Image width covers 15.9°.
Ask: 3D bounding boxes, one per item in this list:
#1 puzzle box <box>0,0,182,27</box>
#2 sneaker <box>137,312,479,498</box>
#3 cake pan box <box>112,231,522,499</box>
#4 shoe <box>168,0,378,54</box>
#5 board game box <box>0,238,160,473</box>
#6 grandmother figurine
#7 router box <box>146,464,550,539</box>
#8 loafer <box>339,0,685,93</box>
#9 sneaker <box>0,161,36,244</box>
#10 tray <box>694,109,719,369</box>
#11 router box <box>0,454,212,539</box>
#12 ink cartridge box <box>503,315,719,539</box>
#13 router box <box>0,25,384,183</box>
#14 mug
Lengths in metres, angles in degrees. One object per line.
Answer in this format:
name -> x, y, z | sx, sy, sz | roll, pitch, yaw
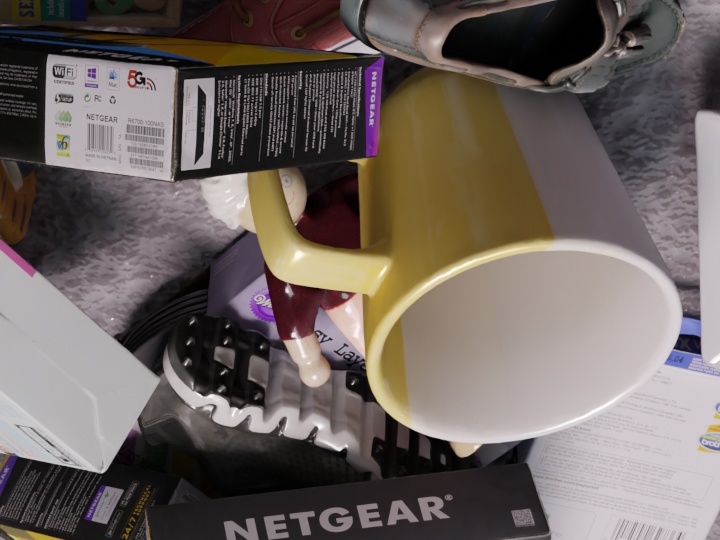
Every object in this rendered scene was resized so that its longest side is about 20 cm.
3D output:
puzzle box -> -0.143, -0.203, 1.120 | 0.133, 0.025, 0.200 | 1, 116, -1
sneaker -> -0.030, 0.092, 1.360 | 0.200, 0.066, 0.091 | 25, 135, -20
cake pan box -> -0.040, 0.074, 1.418 | 0.200, 0.052, 0.184 | 35, 123, -28
shoe -> -0.034, -0.136, 1.201 | 0.200, 0.071, 0.091 | -22, 129, 13
board game box -> -0.219, 0.028, 1.295 | 0.200, 0.064, 0.148 | 6, 148, 47
grandmother figurine -> 0.000, 0.000, 1.308 | 0.200, 0.121, 0.061 | 40, 150, -17
router box -> -0.009, 0.182, 1.334 | 0.200, 0.052, 0.157 | -6, 133, -9
loafer -> 0.081, -0.107, 1.169 | 0.200, 0.063, 0.072 | 0, 120, -41
sneaker -> -0.225, -0.085, 1.247 | 0.088, 0.075, 0.200 | -3, 131, 12
tray -> 0.221, -0.006, 1.285 | 0.107, 0.022, 0.200 | 16, 144, 20
router box -> -0.095, 0.173, 1.449 | 0.157, 0.052, 0.200 | 5, 153, 48
ink cartridge box -> 0.150, 0.095, 1.429 | 0.119, 0.042, 0.200 | 12, 125, -11
router box -> -0.113, -0.077, 1.131 | 0.200, 0.149, 0.051 | 8, 100, 33
mug -> 0.054, -0.030, 1.226 | 0.149, 0.153, 0.187 | -28, 139, 20
